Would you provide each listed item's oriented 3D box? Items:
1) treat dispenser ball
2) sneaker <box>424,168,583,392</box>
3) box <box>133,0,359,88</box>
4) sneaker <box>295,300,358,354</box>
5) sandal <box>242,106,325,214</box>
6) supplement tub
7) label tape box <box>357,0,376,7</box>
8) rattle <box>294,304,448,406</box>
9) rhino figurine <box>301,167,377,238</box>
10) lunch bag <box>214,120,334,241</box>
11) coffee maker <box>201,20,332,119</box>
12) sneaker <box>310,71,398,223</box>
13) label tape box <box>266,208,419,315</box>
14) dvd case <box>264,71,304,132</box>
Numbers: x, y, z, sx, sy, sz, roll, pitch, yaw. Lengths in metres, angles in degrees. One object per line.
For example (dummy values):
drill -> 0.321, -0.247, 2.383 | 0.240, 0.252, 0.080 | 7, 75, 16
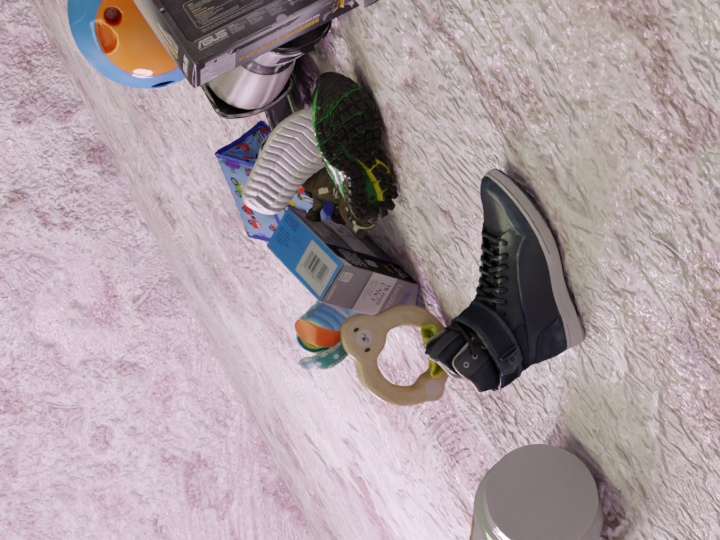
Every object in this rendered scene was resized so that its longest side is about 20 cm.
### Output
treat dispenser ball -> -0.279, -0.338, 1.794 | 0.201, 0.201, 0.201 | 53, 165, 22
sneaker -> 0.117, 0.019, 1.293 | 0.077, 0.146, 0.203 | 32, 149, 64
box -> -0.118, -0.289, 1.348 | 0.159, 0.200, 0.048 | 55, 162, 16
sneaker -> -0.050, 0.053, 1.952 | 0.080, 0.130, 0.200 | 64, 166, -23
sandal -> -0.086, -0.145, 1.679 | 0.203, 0.082, 0.050 | -43, 32, 40
supplement tub -> 0.197, 0.289, 1.562 | 0.144, 0.144, 0.200 | 52, 164, 24
label tape box -> -0.018, -0.342, 1.151 | 0.144, 0.063, 0.200 | 51, 164, 26
rattle -> 0.032, 0.101, 1.643 | 0.200, 0.130, 0.143 | 19, -168, -20
rhino figurine -> -0.036, -0.102, 1.714 | 0.200, 0.060, 0.088 | 43, 128, 46
lunch bag -> -0.089, -0.101, 1.906 | 0.200, 0.094, 0.151 | 25, 144, 45
coffee maker -> -0.134, -0.282, 1.500 | 0.192, 0.135, 0.200 | 39, 156, -5
sneaker -> -0.022, -0.144, 1.563 | 0.085, 0.078, 0.200 | 49, 163, 42
label tape box -> 0.000, 0.000, 1.759 | 0.200, 0.063, 0.144 | 16, -160, -42
dvd case -> -0.108, -0.239, 1.720 | 0.200, 0.016, 0.149 | 126, 127, -76
